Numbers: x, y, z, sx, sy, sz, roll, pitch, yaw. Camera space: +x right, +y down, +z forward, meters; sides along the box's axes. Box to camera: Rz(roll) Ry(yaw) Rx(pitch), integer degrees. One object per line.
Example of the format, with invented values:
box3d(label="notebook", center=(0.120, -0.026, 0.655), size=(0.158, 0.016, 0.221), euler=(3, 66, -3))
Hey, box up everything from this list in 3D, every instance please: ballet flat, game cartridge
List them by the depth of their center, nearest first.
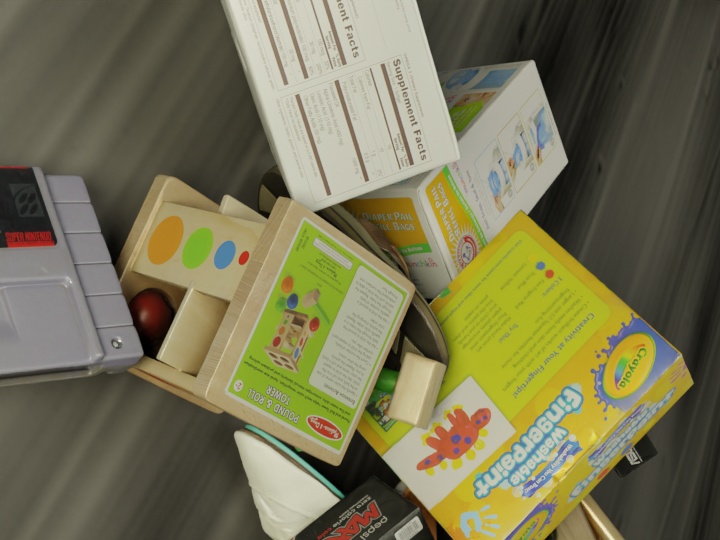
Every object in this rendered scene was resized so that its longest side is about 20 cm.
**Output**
box3d(label="game cartridge", center=(-0.222, 0.002, 0.699), size=(0.198, 0.038, 0.131), euler=(-4, 69, -48))
box3d(label="ballet flat", center=(-0.033, 0.184, 0.944), size=(0.200, 0.069, 0.070), euler=(41, 58, -42))

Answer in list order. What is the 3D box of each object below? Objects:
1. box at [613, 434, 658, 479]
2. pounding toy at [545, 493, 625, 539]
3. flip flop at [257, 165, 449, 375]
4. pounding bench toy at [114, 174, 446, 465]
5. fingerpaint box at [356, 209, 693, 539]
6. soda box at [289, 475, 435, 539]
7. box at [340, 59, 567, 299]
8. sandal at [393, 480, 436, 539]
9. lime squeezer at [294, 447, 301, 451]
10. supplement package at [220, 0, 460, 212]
box3d(label="box", center=(0.164, 0.053, 1.100), size=(0.047, 0.201, 0.194), euler=(-32, 125, 2))
box3d(label="pounding toy", center=(0.148, 0.183, 1.029), size=(0.201, 0.140, 0.186), euler=(-95, 159, -60))
box3d(label="flip flop", center=(0.000, 0.000, 0.916), size=(0.057, 0.082, 0.200), euler=(-20, 61, -45))
box3d(label="pounding bench toy", center=(-0.055, 0.043, 0.837), size=(0.199, 0.155, 0.126), euler=(34, 76, -42))
box3d(label="fingerpaint box", center=(0.110, 0.089, 0.918), size=(0.200, 0.167, 0.073), euler=(-46, 150, 0))
box3d(label="soda box", center=(-0.039, 0.232, 0.869), size=(0.199, 0.070, 0.064), euler=(-35, 117, -20))
box3d(label="box", center=(0.069, -0.075, 1.035), size=(0.200, 0.111, 0.102), euler=(-49, 125, -39))
box3d(label="sandal", center=(0.053, 0.262, 0.964), size=(0.079, 0.059, 0.210), euler=(-16, 107, -51))
box3d(label="lime squeezer", center=(-0.010, 0.075, 0.987), size=(0.199, 0.037, 0.072), euler=(-25, 121, -62))
box3d(label="supplement package", center=(-0.024, -0.147, 0.845), size=(0.109, 0.200, 0.158), euler=(-19, 109, -2))
